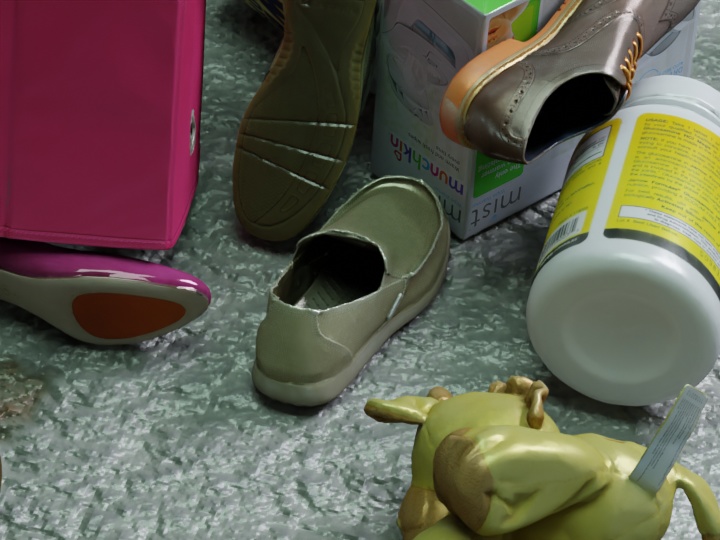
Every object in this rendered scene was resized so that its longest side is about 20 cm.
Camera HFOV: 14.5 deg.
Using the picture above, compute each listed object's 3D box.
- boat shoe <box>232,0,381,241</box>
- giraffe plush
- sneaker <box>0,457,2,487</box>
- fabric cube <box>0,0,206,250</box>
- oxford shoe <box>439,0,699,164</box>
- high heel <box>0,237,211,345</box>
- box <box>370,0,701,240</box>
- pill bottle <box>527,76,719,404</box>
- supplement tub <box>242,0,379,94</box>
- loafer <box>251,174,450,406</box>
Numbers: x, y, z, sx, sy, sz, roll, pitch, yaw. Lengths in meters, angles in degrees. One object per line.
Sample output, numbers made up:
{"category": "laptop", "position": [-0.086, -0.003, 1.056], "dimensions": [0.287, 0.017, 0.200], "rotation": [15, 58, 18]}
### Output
{"category": "boat shoe", "position": [-0.024, -0.115, 1.735], "dimensions": [0.072, 0.201, 0.066], "rotation": [15, 4, 13]}
{"category": "giraffe plush", "position": [0.075, 0.120, 1.478], "dimensions": [0.200, 0.173, 0.162], "rotation": [-46, 30, -10]}
{"category": "sneaker", "position": [-0.277, 0.149, 1.476], "dimensions": [0.090, 0.067, 0.200], "rotation": [15, 41, 24]}
{"category": "fabric cube", "position": [-0.192, -0.141, 1.673], "dimensions": [0.200, 0.200, 0.196], "rotation": [5, 18, -1]}
{"category": "oxford shoe", "position": [0.142, -0.122, 1.665], "dimensions": [0.200, 0.071, 0.073], "rotation": [-38, 48, -22]}
{"category": "high heel", "position": [-0.183, -0.012, 1.660], "dimensions": [0.200, 0.067, 0.096], "rotation": [3, 51, 4]}
{"category": "box", "position": [0.110, -0.144, 1.762], "dimensions": [0.200, 0.177, 0.097], "rotation": [-27, 48, -32]}
{"category": "pill bottle", "position": [0.170, -0.024, 1.663], "dimensions": [0.112, 0.113, 0.200], "rotation": [12, 41, 9]}
{"category": "supplement tub", "position": [0.003, -0.204, 1.847], "dimensions": [0.144, 0.145, 0.200], "rotation": [-26, 48, -31]}
{"category": "loafer", "position": [0.000, 0.000, 1.665], "dimensions": [0.076, 0.068, 0.200], "rotation": [17, 42, 15]}
